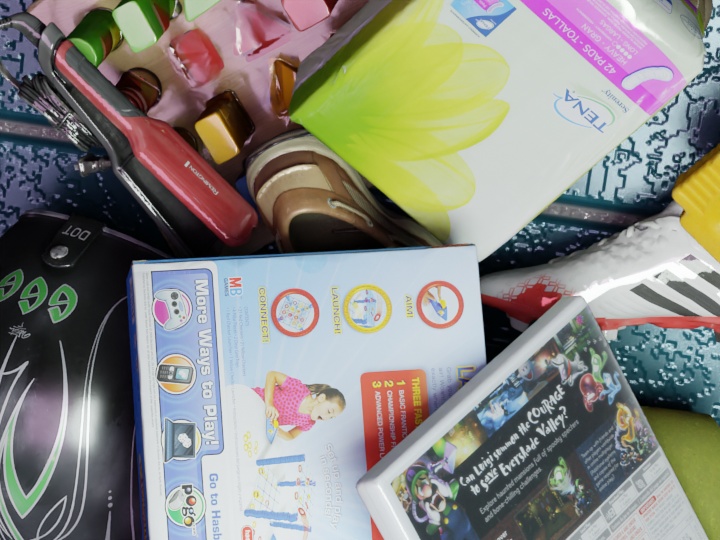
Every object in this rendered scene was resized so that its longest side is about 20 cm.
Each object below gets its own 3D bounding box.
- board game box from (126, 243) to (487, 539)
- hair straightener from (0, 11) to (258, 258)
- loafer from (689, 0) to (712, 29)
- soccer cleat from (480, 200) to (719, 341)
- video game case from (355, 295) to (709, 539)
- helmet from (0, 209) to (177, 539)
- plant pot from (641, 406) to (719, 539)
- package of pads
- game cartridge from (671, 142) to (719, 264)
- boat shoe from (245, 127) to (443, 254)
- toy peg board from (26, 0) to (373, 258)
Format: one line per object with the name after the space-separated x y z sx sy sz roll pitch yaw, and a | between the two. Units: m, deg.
-0.027 0.091 1.575 0.195 0.056 0.201 -3 81 -9 | board game box
-0.153 -0.073 1.630 0.200 0.041 0.077 41 137 -13 | hair straightener
0.145 -0.213 1.632 0.076 0.067 0.200 -31 102 13 | loafer
0.169 -0.002 1.691 0.199 0.069 0.086 2 98 2 | soccer cleat
0.102 0.140 1.562 0.023 0.200 0.182 -13 110 48 | video game case
-0.173 0.080 1.679 0.199 0.200 0.191 23 77 -1 | helmet
0.125 0.154 1.700 0.199 0.187 0.188 -13 105 -4 | plant pot
0.080 -0.114 1.598 0.154 0.068 0.200 40 116 -22 | package of pads
0.298 -0.039 1.592 0.176 0.032 0.200 43 122 -10 | game cartridge
0.000 0.000 1.673 0.076 0.074 0.200 -33 132 17 | boat shoe
-0.073 -0.112 1.673 0.199 0.098 0.200 -29 101 14 | toy peg board
